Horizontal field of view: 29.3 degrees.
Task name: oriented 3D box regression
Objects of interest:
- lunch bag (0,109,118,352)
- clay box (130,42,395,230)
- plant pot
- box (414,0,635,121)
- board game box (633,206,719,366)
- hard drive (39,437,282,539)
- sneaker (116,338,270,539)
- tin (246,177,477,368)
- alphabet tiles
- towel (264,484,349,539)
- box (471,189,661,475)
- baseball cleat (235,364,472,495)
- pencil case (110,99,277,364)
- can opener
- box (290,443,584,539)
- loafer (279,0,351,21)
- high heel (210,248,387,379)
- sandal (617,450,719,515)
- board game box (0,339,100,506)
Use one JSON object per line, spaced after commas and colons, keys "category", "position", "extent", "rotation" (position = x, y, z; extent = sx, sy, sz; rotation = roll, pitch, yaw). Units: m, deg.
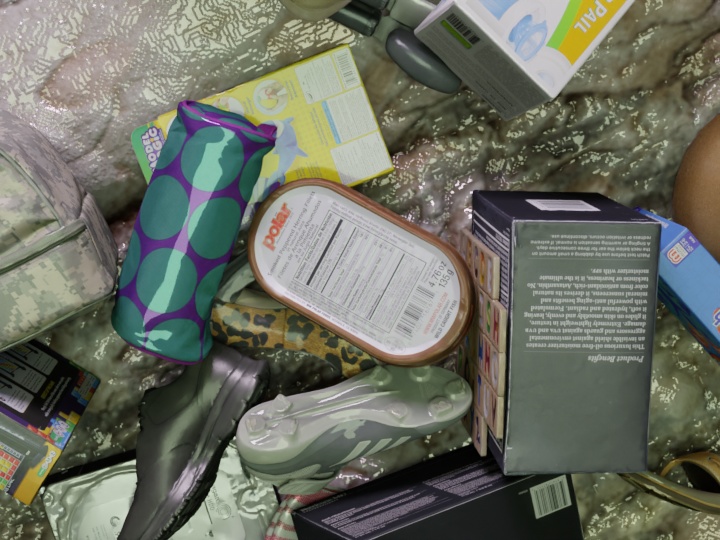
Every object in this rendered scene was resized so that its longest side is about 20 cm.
{"category": "lunch bag", "position": [-0.285, -0.041, 1.090], "extent": [0.139, 0.200, 0.169], "rotation": [-23, 104, -2]}
{"category": "clay box", "position": [-0.083, -0.104, 1.165], "extent": [0.199, 0.048, 0.116], "rotation": [-20, 100, 1]}
{"category": "plant pot", "position": [0.376, -0.047, 1.126], "extent": [0.185, 0.200, 0.188], "rotation": [-1, 99, -4]}
{"category": "box", "position": [0.157, -0.235, 1.104], "extent": [0.112, 0.101, 0.200], "rotation": [42, 77, -9]}
{"category": "board game box", "position": [0.302, 0.039, 1.160], "extent": [0.045, 0.152, 0.200], "rotation": [-43, 99, 4]}
{"category": "hard drive", "position": [-0.169, 0.222, 1.220], "extent": [0.199, 0.038, 0.141], "rotation": [-16, 100, -1]}
{"category": "sneaker", "position": [-0.157, 0.146, 1.162], "extent": [0.090, 0.076, 0.201], "rotation": [30, 88, 8]}
{"category": "tin", "position": [0.000, 0.000, 1.114], "extent": [0.199, 0.042, 0.112], "rotation": [29, 88, 12]}
{"category": "alphabet tiles", "position": [0.097, 0.062, 1.126], "extent": [0.007, 0.200, 0.168], "rotation": [0, 99, -4]}
{"category": "towel", "position": [-0.034, 0.292, 1.220], "extent": [0.146, 0.030, 0.201], "rotation": [21, 96, -24]}
{"category": "box", "position": [0.160, 0.043, 1.128], "extent": [0.122, 0.200, 0.200], "rotation": [1, 100, -4]}
{"category": "baseball cleat", "position": [-0.005, 0.133, 1.155], "extent": [0.199, 0.070, 0.107], "rotation": [-8, 141, -5]}
{"category": "pencil case", "position": [-0.134, -0.032, 1.108], "extent": [0.092, 0.085, 0.201], "rotation": [12, 100, -43]}
{"category": "can opener", "position": [0.004, -0.218, 1.142], "extent": [0.199, 0.067, 0.053], "rotation": [28, 124, -3]}
{"category": "box", "position": [0.063, 0.214, 1.147], "extent": [0.199, 0.141, 0.079], "rotation": [-17, 100, -23]}
{"category": "loafer", "position": [0.017, -0.277, 1.105], "extent": [0.076, 0.068, 0.200], "rotation": [44, 71, -2]}
{"category": "high heel", "position": [-0.061, 0.072, 1.192], "extent": [0.142, 0.071, 0.200], "rotation": [-37, 100, 12]}
{"category": "sandal", "position": [0.320, 0.191, 1.228], "extent": [0.199, 0.080, 0.054], "rotation": [14, 83, -7]}
{"category": "board game box", "position": [-0.305, 0.094, 1.108], "extent": [0.165, 0.200, 0.057], "rotation": [31, 98, -7]}
